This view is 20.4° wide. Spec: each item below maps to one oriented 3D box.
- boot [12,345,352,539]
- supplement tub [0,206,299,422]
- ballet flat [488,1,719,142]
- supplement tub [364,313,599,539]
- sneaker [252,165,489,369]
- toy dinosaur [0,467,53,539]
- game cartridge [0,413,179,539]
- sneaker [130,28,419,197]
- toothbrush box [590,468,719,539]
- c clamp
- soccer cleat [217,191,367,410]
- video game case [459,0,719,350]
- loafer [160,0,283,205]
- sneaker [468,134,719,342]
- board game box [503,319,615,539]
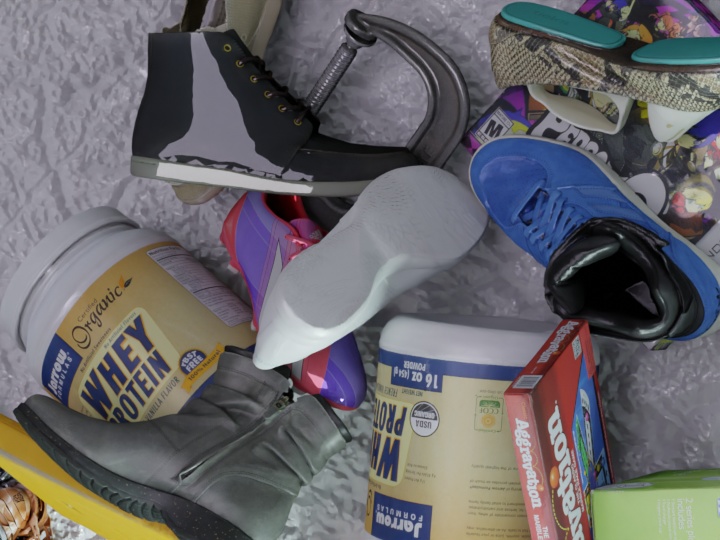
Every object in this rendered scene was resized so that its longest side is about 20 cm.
[{"bbox_3d":[-0.114,0.102,1.305,0.200,0.068,0.131,29,74,12],"label":"boot"},{"bbox_3d":[-0.146,0.061,1.423,0.200,0.144,0.144,40,107,20],"label":"supplement tub"},{"bbox_3d":[0.172,-0.122,1.274,0.200,0.068,0.075,14,117,31],"label":"ballet flat"},{"bbox_3d":[0.077,0.134,1.303,0.144,0.144,0.200,6,93,26],"label":"supplement tub"},{"bbox_3d":[0.000,0.000,1.303,0.075,0.200,0.089,49,140,10],"label":"sneaker"},{"bbox_3d":[-0.288,0.190,1.528,0.136,0.102,0.200,-34,53,6],"label":"toy dinosaur"},{"bbox_3d":[-0.162,0.174,1.420,0.200,0.176,0.032,21,73,24],"label":"game cartridge"},{"bbox_3d":[-0.056,-0.107,1.351,0.200,0.075,0.106,5,96,3],"label":"sneaker"},{"bbox_3d":[0.259,0.165,1.222,0.200,0.146,0.086,-4,88,27],"label":"toothbrush box"},{"bbox_3d":[-0.016,-0.104,1.402,0.171,0.027,0.200,51,124,14],"label":"c clamp"},{"bbox_3d":[-0.040,0.011,1.367,0.077,0.067,0.200,-54,42,24],"label":"soccer cleat"},{"bbox_3d":[0.190,-0.080,1.314,0.181,0.036,0.200,-47,71,20],"label":"video game case"},{"bbox_3d":[-0.111,-0.147,1.425,0.076,0.068,0.200,8,84,52],"label":"loafer"},{"bbox_3d":[0.135,-0.023,1.261,0.200,0.111,0.077,40,110,21],"label":"sneaker"},{"bbox_3d":[0.129,0.141,1.209,0.019,0.103,0.200,-1,113,28],"label":"board game box"}]
